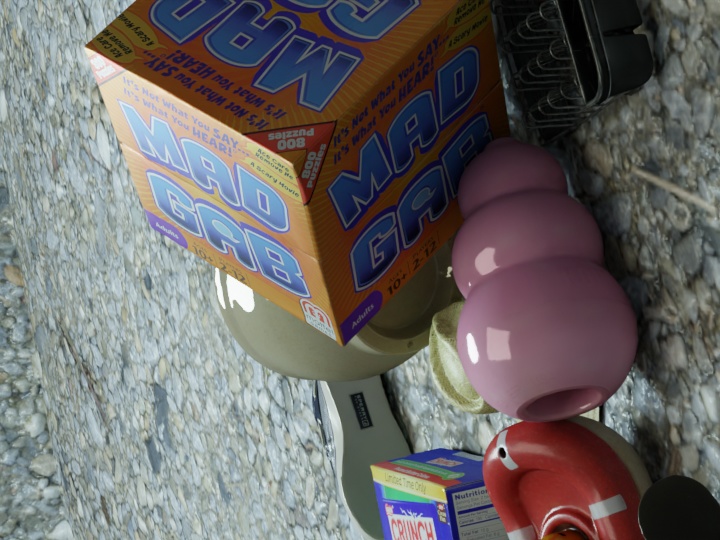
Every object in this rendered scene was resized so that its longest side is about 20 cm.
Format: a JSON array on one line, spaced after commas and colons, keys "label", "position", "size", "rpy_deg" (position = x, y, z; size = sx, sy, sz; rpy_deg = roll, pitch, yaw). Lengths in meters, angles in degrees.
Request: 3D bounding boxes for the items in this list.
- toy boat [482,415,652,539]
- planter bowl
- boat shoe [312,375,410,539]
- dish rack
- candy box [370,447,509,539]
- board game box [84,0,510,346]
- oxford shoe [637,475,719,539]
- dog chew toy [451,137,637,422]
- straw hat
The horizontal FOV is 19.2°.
[{"label": "toy boat", "position": [0.136, 0.202, 1.477], "size": [0.130, 0.130, 0.201], "rpy_deg": [-31, 75, 52]}, {"label": "planter bowl", "position": [0.000, 0.000, 1.701], "size": [0.135, 0.200, 0.201], "rpy_deg": [15, 116, 57]}, {"label": "boat shoe", "position": [0.001, 0.166, 1.975], "size": [0.093, 0.074, 0.201], "rpy_deg": [106, 155, -65]}, {"label": "dish rack", "position": [0.128, -0.168, 1.438], "size": [0.200, 0.054, 0.154], "rpy_deg": [146, 112, -69]}, {"label": "candy box", "position": [0.086, 0.257, 1.767], "size": [0.169, 0.077, 0.201], "rpy_deg": [-178, 78, -70]}, {"label": "board game box", "position": [-0.036, -0.114, 1.508], "size": [0.199, 0.200, 0.200], "rpy_deg": [30, 153, 30]}, {"label": "oxford shoe", "position": [0.244, 0.227, 1.358], "size": [0.071, 0.071, 0.201], "rpy_deg": [55, -168, -63]}, {"label": "dog chew toy", "position": [0.119, 0.000, 1.476], "size": [0.125, 0.124, 0.201], "rpy_deg": [118, 145, -61]}, {"label": "straw hat", "position": [0.098, 0.062, 1.605], "size": [0.201, 0.085, 0.202], "rpy_deg": [168, 90, -71]}]
